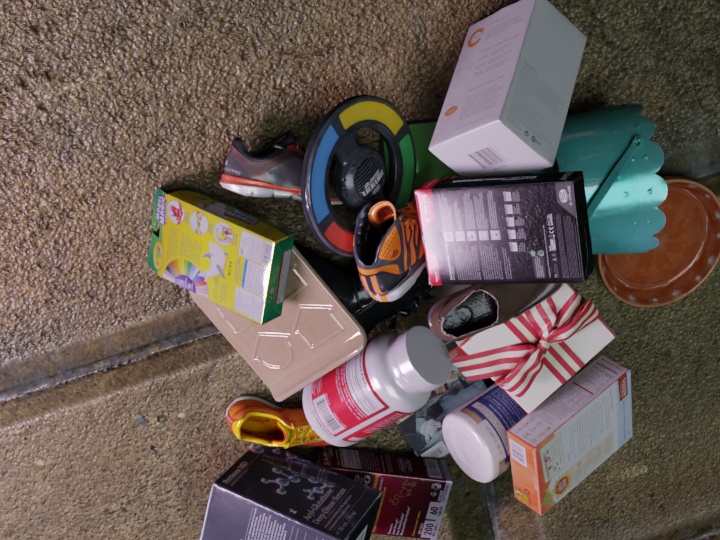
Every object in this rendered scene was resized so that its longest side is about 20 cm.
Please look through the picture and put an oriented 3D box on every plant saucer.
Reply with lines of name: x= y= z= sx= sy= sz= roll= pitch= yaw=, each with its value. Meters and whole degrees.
plant saucer: x=0.428 y=-0.042 z=1.727 sx=0.199 sy=0.032 sz=0.201 roll=-6 pitch=117 yaw=-12

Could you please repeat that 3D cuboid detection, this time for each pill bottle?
pill bottle: x=0.023 y=0.153 z=1.618 sx=0.112 sy=0.113 sz=0.200 roll=34 pitch=133 yaw=-27
pill bottle: x=0.224 y=0.208 z=1.725 sx=0.199 sy=0.111 sz=0.112 roll=-29 pitch=122 yaw=-25

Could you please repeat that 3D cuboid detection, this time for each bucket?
bucket: x=0.300 y=-0.112 z=1.566 sx=0.134 sy=0.207 sz=0.208 roll=-8 pitch=118 yaw=-6

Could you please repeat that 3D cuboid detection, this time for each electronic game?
electronic game: x=0.001 y=-0.116 z=1.493 sx=0.199 sy=0.041 sz=0.201 roll=-16 pitch=112 yaw=-45

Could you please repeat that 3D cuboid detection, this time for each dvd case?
dvd case: x=0.110 y=0.183 z=1.754 sx=0.146 sy=0.022 sz=0.200 roll=-32 pitch=119 yaw=2

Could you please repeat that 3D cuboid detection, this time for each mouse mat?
mouse mat: x=0.128 y=-0.123 z=1.588 sx=0.199 sy=0.008 sz=0.162 roll=-8 pitch=98 yaw=-11

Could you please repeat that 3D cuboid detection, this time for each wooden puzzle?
wooden puzzle: x=-0.104 y=0.050 z=1.550 sx=0.185 sy=0.046 sz=0.200 roll=-34 pitch=95 yaw=36

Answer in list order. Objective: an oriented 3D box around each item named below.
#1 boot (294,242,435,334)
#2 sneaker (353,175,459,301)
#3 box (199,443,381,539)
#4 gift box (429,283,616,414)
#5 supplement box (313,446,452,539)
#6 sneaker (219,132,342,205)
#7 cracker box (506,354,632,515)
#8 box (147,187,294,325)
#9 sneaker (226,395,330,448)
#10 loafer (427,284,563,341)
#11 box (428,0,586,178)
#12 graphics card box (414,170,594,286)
boot: x=0.000 y=0.000 z=1.605 sx=0.162 sy=0.073 sz=0.199 roll=-37 pitch=119 yaw=1
sneaker: x=0.064 y=-0.063 z=1.501 sx=0.200 sy=0.077 sz=0.112 roll=-54 pitch=143 yaw=-23
box: x=-0.094 y=0.341 z=1.654 sx=0.199 sy=0.148 sz=0.108 roll=20 pitch=113 yaw=14
gift box: x=0.204 y=0.061 z=1.626 sx=0.200 sy=0.187 sz=0.185 roll=38 pitch=101 yaw=-29
supplement box: x=0.025 y=0.326 z=1.766 sx=0.199 sy=0.061 sz=0.109 roll=8 pitch=113 yaw=-10
sneaker: x=-0.076 y=-0.130 z=1.520 sx=0.199 sy=0.077 sz=0.082 roll=4 pitch=100 yaw=-25
cracker box: x=0.295 y=0.227 z=1.676 sx=0.200 sy=0.058 sz=0.135 roll=-33 pitch=132 yaw=-27
box: x=-0.181 y=-0.024 z=1.504 sx=0.048 sy=0.199 sz=0.118 roll=-27 pitch=134 yaw=-55
sneaker: x=-0.090 y=0.225 z=1.687 sx=0.199 sy=0.077 sz=0.073 roll=4 pitch=113 yaw=-19
loafer: x=0.178 y=0.036 z=1.495 sx=0.199 sy=0.071 sz=0.073 roll=-33 pitch=98 yaw=8
box: x=0.180 y=-0.215 z=1.461 sx=0.097 sy=0.124 sz=0.201 roll=35 pitch=59 yaw=-28
graphics card box: x=0.171 y=-0.048 z=1.429 sx=0.199 sy=0.051 sz=0.126 roll=-2 pitch=107 yaw=28
